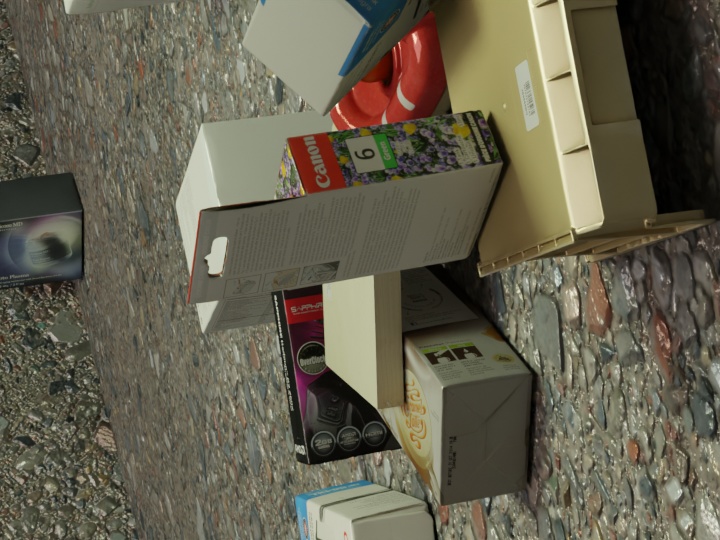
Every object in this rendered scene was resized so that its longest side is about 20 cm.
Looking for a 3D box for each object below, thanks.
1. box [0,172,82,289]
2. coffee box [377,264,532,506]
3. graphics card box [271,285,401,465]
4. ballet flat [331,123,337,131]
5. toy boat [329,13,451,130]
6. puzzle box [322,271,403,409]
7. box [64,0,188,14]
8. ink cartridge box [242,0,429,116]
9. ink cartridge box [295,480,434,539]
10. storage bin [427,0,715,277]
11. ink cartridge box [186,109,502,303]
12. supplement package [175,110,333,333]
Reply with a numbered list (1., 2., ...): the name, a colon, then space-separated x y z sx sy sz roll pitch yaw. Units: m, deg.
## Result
1. box: -0.666 -0.076 3.528 0.199 0.199 0.123 98 156 -45
2. coffee box: 0.065 0.089 1.451 0.200 0.079 0.115 -126 32 -56
3. graphics card box: -0.011 0.070 1.613 0.051 0.125 0.201 179 83 -72
4. ballet flat: 0.016 -0.060 1.572 0.069 0.069 0.201 124 134 -66
5. toy boat: 0.004 -0.173 1.429 0.200 0.130 0.131 120 138 -64
6. puzzle box: 0.000 0.000 1.445 0.133 0.025 0.201 -143 49 -66
7. box: -0.243 -0.408 1.993 0.199 0.199 0.172 151 107 -71
8. ink cartridge box: 0.023 -0.223 1.222 0.084 0.200 0.145 42 156 3
9. ink cartridge box: 0.008 0.295 1.735 0.200 0.084 0.147 177 85 -74
10. storage bin: 0.131 -0.110 1.119 0.199 0.093 0.201 156 105 -72
11. ink cartridge box: -0.017 -0.041 1.132 0.109 0.199 0.050 106 150 -54
12. supplement package: -0.088 -0.048 1.756 0.200 0.150 0.152 123 136 -66
